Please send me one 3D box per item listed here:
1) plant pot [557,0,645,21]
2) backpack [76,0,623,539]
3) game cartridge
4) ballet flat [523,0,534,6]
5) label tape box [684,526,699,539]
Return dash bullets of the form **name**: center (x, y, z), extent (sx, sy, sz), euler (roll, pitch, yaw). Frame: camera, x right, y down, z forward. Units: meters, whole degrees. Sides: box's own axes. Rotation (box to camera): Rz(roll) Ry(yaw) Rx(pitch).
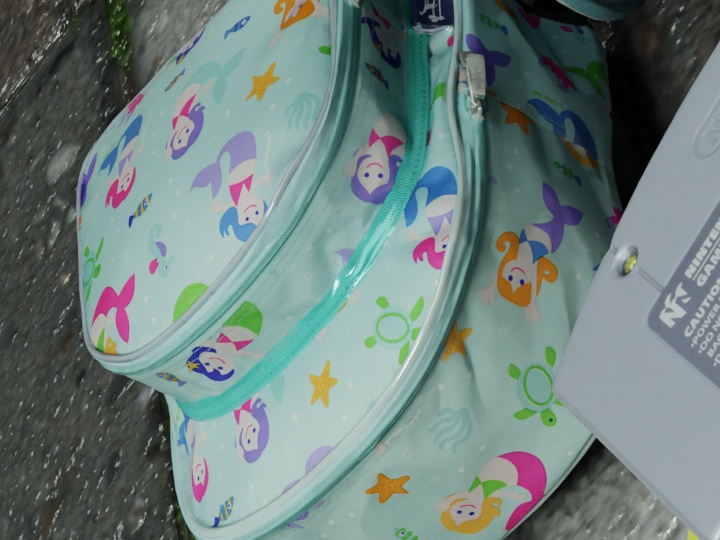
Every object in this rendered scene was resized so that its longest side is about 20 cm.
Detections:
- **plant pot**: center (0.106, -0.210, 0.916), extent (0.188, 0.200, 0.200), euler (-31, 40, 22)
- **backpack**: center (0.000, 0.000, 0.960), extent (0.178, 0.150, 0.200), euler (-43, 40, 31)
- **game cartridge**: center (0.129, -0.028, 0.741), extent (0.200, 0.041, 0.133), euler (-58, 34, 9)
- **ballet flat**: center (0.014, -0.102, 1.099), extent (0.200, 0.067, 0.071), euler (-22, 69, 54)
- **label tape box**: center (0.157, 0.022, 0.757), extent (0.143, 0.066, 0.201), euler (-25, 49, 49)
